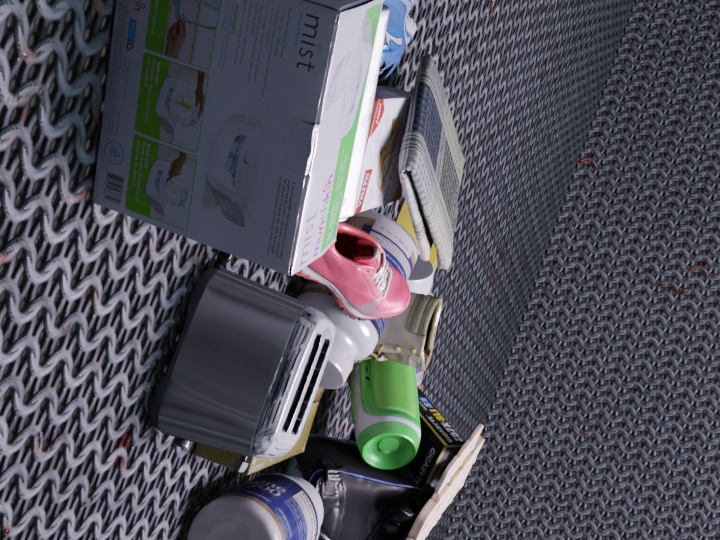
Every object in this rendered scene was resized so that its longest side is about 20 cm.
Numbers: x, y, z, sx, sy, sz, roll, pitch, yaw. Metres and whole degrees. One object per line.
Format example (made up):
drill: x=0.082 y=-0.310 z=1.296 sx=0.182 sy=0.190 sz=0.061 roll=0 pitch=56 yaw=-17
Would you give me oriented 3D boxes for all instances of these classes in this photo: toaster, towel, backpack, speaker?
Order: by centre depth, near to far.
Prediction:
toaster: x=-0.108 y=0.088 z=1.266 sx=0.114 sy=0.128 sz=0.202 roll=45 pitch=65 yaw=-74
towel: x=0.085 y=-0.129 z=1.609 sx=0.201 sy=0.034 sz=0.194 roll=66 pitch=27 yaw=-48
speaker: x=0.032 y=0.156 z=1.708 sx=0.202 sy=0.087 sz=0.089 roll=-92 pitch=-175 yaw=-46
backpack: x=-0.030 y=0.324 z=1.718 sx=0.147 sy=0.181 sz=0.202 roll=-123 pitch=-129 yaw=-62

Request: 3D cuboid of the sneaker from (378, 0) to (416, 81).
sneaker: x=0.014 y=-0.252 z=1.396 sx=0.200 sy=0.078 sz=0.090 roll=44 pitch=63 yaw=-74

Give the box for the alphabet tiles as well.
alphabet tiles: x=0.106 y=0.296 z=1.706 sx=0.200 sy=0.014 sz=0.197 roll=-42 pitch=159 yaw=-53

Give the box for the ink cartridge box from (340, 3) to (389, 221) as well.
ink cartridge box: x=-0.067 y=-0.137 z=1.125 sx=0.144 sy=0.084 sz=0.202 roll=-15 pitch=128 yaw=-37

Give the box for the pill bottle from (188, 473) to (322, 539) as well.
pill bottle: x=-0.111 y=0.296 z=1.510 sx=0.200 sy=0.110 sz=0.112 roll=-9 pitch=117 yaw=-73

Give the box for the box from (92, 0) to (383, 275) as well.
box: x=-0.093 y=-0.125 z=0.971 sx=0.097 sy=0.174 sz=0.202 roll=-41 pitch=146 yaw=-61

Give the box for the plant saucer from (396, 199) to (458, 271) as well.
plant saucer: x=0.097 y=-0.059 z=1.991 sx=0.200 sy=0.048 sz=0.202 roll=63 pitch=47 yaw=-71

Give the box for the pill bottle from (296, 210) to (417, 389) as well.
pill bottle: x=-0.016 y=0.035 z=1.569 sx=0.112 sy=0.110 sz=0.201 roll=86 pitch=27 yaw=-56

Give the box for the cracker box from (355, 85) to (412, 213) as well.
cracker box: x=0.011 y=-0.146 z=1.553 sx=0.200 sy=0.057 sz=0.136 roll=-24 pitch=130 yaw=-70

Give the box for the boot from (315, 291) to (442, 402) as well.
boot: x=0.008 y=0.104 z=1.650 sx=0.072 sy=0.153 sz=0.202 roll=64 pitch=46 yaw=-69

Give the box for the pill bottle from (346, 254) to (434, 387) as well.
pill bottle: x=0.047 y=0.079 z=1.850 sx=0.111 sy=0.110 sz=0.202 roll=-47 pitch=152 yaw=-57

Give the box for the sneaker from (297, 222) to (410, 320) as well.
sneaker: x=0.000 y=0.000 z=1.455 sx=0.199 sy=0.086 sz=0.075 roll=31 pitch=61 yaw=-39

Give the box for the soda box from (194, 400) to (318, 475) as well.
soda box: x=-0.112 y=0.175 z=1.473 sx=0.200 sy=0.067 sz=0.065 roll=-1 pitch=109 yaw=-75

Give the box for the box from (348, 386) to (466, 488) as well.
box: x=0.047 y=0.265 z=1.797 sx=0.049 sy=0.160 sz=0.202 roll=4 pitch=122 yaw=-39
